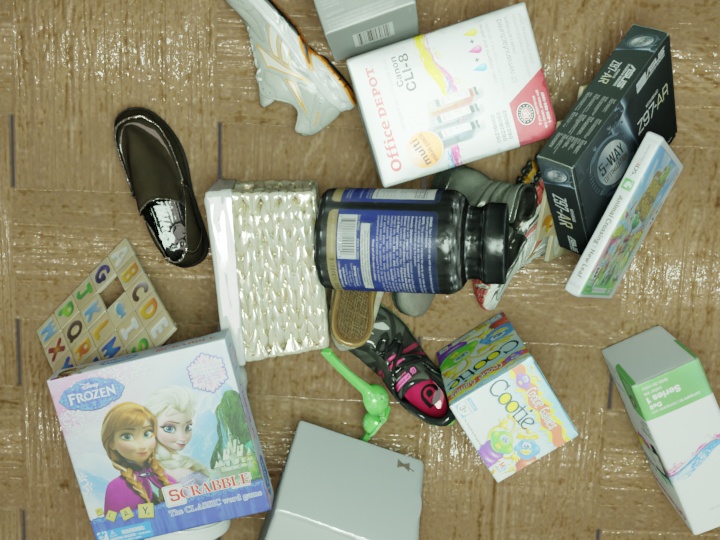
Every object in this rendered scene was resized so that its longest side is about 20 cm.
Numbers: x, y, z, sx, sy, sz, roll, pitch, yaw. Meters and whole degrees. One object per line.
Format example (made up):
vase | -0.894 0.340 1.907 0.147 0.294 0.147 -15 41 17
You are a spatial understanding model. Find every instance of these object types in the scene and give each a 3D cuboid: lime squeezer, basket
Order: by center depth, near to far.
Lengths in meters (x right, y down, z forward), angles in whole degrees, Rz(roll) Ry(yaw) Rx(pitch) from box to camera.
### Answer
basket | -0.102 -0.006 1.062 0.122 0.136 0.202 -5 102 -1
lime squeezer | 0.002 0.170 1.094 0.070 0.038 0.201 -6 132 4

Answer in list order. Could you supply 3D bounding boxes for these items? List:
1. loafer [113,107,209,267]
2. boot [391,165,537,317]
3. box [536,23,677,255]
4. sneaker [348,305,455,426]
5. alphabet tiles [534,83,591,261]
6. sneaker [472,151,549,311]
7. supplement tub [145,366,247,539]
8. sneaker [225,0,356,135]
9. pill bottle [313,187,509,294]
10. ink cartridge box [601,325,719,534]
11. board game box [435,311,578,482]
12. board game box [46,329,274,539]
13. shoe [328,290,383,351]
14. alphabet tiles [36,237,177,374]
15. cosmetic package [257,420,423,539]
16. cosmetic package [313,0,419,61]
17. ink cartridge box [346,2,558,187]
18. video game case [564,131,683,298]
loafer | -0.232 -0.096 1.077 0.073 0.071 0.201 -23 100 4
boot | 0.117 -0.021 1.056 0.067 0.130 0.201 11 103 -46
box | 0.273 -0.137 0.997 0.043 0.161 0.200 26 68 34
sneaker | 0.050 0.111 1.105 0.200 0.084 0.077 42 89 -7
alphabet tiles | 0.251 -0.113 1.028 0.006 0.166 0.202 25 121 35
sneaker | 0.200 -0.035 1.085 0.082 0.078 0.201 25 107 -17
supplement tub | -0.211 0.207 1.097 0.143 0.145 0.202 4 100 -1
sneaker | -0.099 -0.240 1.051 0.092 0.076 0.200 -41 97 12
pill bottle | 0.057 -0.031 0.983 0.198 0.112 0.113 3 101 12
ink cartridge box | 0.376 0.186 1.089 0.083 0.145 0.201 -24 100 5
board game box | 0.161 0.138 1.054 0.103 0.200 0.105 -32 99 6
board game box | -0.214 0.184 0.998 0.198 0.041 0.201 -14 101 2
shoe | 0.000 0.000 1.079 0.069 0.053 0.201 15 69 -1
alphabet tiles | -0.296 0.081 1.073 0.167 0.200 0.008 -44 142 8
cosmetic package | -0.035 0.324 1.084 0.165 0.168 0.201 19 117 -3
cosmetic package | -0.015 -0.346 0.996 0.106 0.090 0.202 -17 79 4
ink cartridge box | 0.095 -0.192 1.021 0.198 0.145 0.146 -17 100 4
video game case | 0.299 -0.053 1.025 0.022 0.200 0.183 30 100 23
